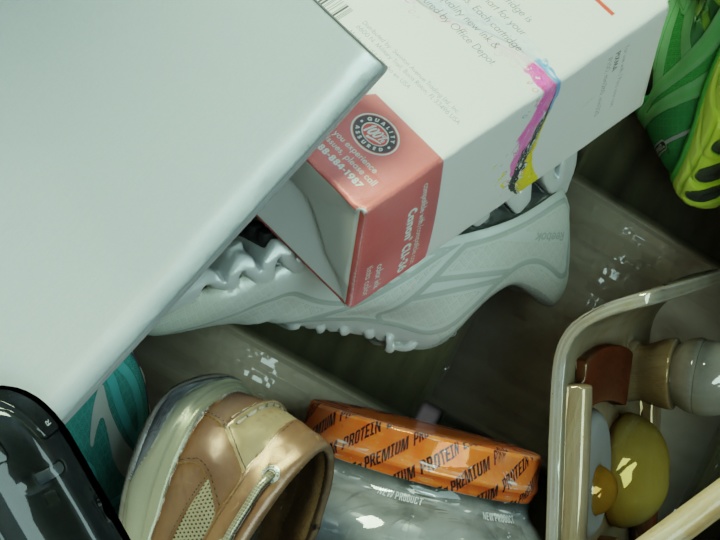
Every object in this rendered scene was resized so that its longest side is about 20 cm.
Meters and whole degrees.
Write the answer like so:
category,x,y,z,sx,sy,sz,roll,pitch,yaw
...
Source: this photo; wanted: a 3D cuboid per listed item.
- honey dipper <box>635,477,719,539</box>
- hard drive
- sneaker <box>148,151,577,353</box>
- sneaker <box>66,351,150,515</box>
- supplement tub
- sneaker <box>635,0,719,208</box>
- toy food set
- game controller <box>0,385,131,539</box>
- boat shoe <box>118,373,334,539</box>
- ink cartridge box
category,x,y,z,sx,sy,sz,roll,pitch,yaw
honey dipper,0.115,0.100,1.060,0.200,0.038,0.038,-35,108,-15
hard drive,-0.105,-0.043,1.003,0.132,0.027,0.200,43,94,2
sneaker,0.000,0.000,1.121,0.199,0.075,0.082,-16,113,-19
sneaker,-0.117,0.120,1.074,0.077,0.080,0.201,11,90,-23
supplement tub,0.003,0.159,1.108,0.122,0.122,0.201,14,89,-24
sneaker,0.154,-0.119,1.131,0.074,0.084,0.201,-10,134,-37
toy food set,0.122,0.102,1.141,0.060,0.143,0.201,3,95,19
game controller,-0.113,0.141,0.999,0.104,0.042,0.201,-24,100,25
boat shoe,-0.061,0.141,1.038,0.076,0.072,0.201,2,104,-59
ink cartridge box,0.035,-0.089,1.085,0.200,0.068,0.116,-34,65,-25
